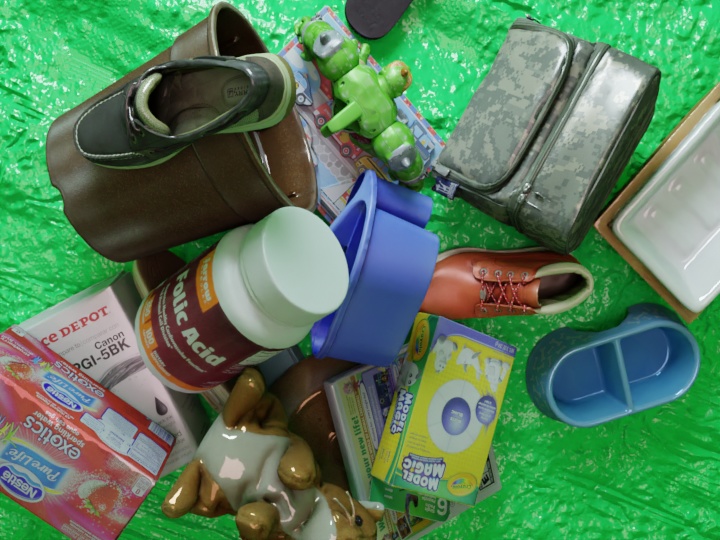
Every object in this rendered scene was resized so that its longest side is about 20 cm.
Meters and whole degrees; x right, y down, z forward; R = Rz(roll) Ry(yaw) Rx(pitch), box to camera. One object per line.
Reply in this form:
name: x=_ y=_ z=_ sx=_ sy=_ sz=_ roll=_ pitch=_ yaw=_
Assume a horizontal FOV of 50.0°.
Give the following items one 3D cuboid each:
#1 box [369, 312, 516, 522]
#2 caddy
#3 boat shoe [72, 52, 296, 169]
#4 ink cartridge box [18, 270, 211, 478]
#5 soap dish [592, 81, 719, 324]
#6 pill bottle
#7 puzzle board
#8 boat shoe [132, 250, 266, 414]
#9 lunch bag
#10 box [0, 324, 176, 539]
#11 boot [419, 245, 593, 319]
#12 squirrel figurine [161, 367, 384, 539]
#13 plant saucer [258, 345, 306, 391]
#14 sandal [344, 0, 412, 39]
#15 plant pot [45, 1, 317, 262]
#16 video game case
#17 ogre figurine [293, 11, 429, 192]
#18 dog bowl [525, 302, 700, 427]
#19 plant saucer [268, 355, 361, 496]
box: x=0.085 y=0.159 z=0.809 sx=0.116 sy=0.048 sz=0.204 roll=21 pitch=83 yaw=-29
caddy: x=0.000 y=0.000 z=0.766 sx=0.103 sy=0.143 sz=0.202 roll=14 pitch=125 yaw=-12
boat shoe: x=-0.147 y=-0.125 z=0.585 sx=0.197 sy=0.066 sz=0.073 roll=-9 pitch=89 yaw=22
ink cartridge box: x=-0.266 y=0.125 z=0.807 sx=0.145 sy=0.083 sz=0.203 roll=-26 pitch=101 yaw=1
soap dish: x=0.360 y=-0.072 z=0.824 sx=0.157 sy=0.081 sz=0.201 roll=41 pitch=94 yaw=-9
pill bottle: x=-0.109 y=0.029 z=0.699 sx=0.199 sy=0.114 sz=0.115 roll=-30 pitch=102 yaw=39
puzzle board: x=-0.022 y=-0.149 z=0.816 sx=0.151 sy=0.017 sz=0.200 roll=-43 pitch=99 yaw=3
boat shoe: x=-0.179 y=0.069 z=0.810 sx=0.064 sy=0.072 sz=0.202 roll=-28 pitch=101 yaw=39
lunch bag: x=0.181 y=-0.135 z=0.775 sx=0.166 sy=0.139 sz=0.203 roll=31 pitch=95 yaw=20
box: x=-0.284 y=0.155 z=0.719 sx=0.199 sy=0.100 sz=0.096 roll=38 pitch=97 yaw=-9
boot: x=0.144 y=0.016 z=0.810 sx=0.195 sy=0.107 sz=0.077 roll=-10 pitch=102 yaw=-1
squirrel figurine: x=-0.070 y=0.212 z=0.735 sx=0.185 sy=0.200 sz=0.143 roll=32 pitch=71 yaw=0
plant saucer: x=-0.080 y=0.134 z=0.857 sx=0.069 sy=0.019 sz=0.202 roll=-29 pitch=101 yaw=1
sandal: x=0.056 y=-0.326 z=0.779 sx=0.075 sy=0.043 sz=0.203 roll=29 pitch=96 yaw=-8
plant pot: x=-0.168 y=-0.111 z=0.725 sx=0.195 sy=0.200 sz=0.204 roll=-21 pitch=101 yaw=14
video game case: x=0.062 y=0.181 z=0.835 sx=0.179 sy=0.022 sz=0.204 roll=-20 pitch=102 yaw=-28
ogre figurine: x=0.004 y=-0.159 z=0.747 sx=0.096 sy=0.120 sz=0.204 roll=-16 pitch=101 yaw=-1
dog bowl: x=0.286 y=0.110 z=0.864 sx=0.196 sy=0.050 sz=0.114 roll=-17 pitch=100 yaw=-2
plant saucer: x=-0.019 y=0.190 z=0.844 sx=0.196 sy=0.035 sz=0.205 roll=-1 pitch=94 yaw=-13
